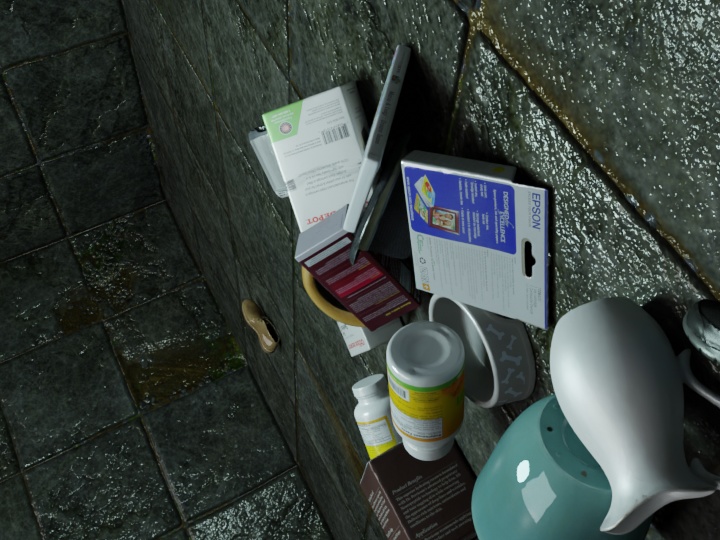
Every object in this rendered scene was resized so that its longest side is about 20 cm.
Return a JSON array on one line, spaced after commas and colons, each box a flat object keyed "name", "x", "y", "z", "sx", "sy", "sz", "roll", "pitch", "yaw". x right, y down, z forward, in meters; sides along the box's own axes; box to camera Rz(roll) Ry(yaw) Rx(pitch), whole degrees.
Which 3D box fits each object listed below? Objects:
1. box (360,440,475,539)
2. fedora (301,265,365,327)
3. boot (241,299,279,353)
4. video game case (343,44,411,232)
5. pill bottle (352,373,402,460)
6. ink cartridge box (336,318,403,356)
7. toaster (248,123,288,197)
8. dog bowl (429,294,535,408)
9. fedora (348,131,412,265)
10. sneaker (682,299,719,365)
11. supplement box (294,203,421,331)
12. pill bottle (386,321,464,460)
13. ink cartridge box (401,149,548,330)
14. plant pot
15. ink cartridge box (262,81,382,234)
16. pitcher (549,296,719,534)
[{"name": "box", "x": 0.119, "y": 0.424, "z": 1.442, "sx": 0.202, "sy": 0.163, "sz": 0.165, "roll": 59, "pitch": 161, "yaw": 23}, {"name": "fedora", "x": -0.004, "y": 0.004, "z": 1.373, "sx": 0.196, "sy": 0.082, "sz": 0.205, "roll": 10, "pitch": 123, "yaw": 16}, {"name": "boot", "x": -0.324, "y": 0.169, "z": 2.588, "sx": 0.202, "sy": 0.073, "sz": 0.076, "roll": 57, "pitch": 141, "yaw": 17}, {"name": "video game case", "x": 0.021, "y": -0.176, "z": 1.083, "sx": 0.201, "sy": 0.023, "sz": 0.186, "roll": 112, "pitch": 174, "yaw": -65}, {"name": "pill bottle", "x": 0.050, "y": 0.323, "z": 1.620, "sx": 0.204, "sy": 0.102, "sz": 0.104, "roll": 70, "pitch": 161, "yaw": -6}, {"name": "ink cartridge box", "x": -0.005, "y": 0.053, "z": 1.499, "sx": 0.204, "sy": 0.083, "sz": 0.146, "roll": 66, "pitch": 162, "yaw": 5}, {"name": "toaster", "x": -0.108, "y": -0.212, "z": 1.379, "sx": 0.197, "sy": 0.113, "sz": 0.132, "roll": -12, "pitch": 107, "yaw": 41}, {"name": "dog bowl", "x": 0.165, "y": 0.102, "z": 1.114, "sx": 0.201, "sy": 0.058, "sz": 0.202, "roll": 55, "pitch": 159, "yaw": 33}, {"name": "fedora", "x": 0.056, "y": -0.085, "z": 1.095, "sx": 0.090, "sy": 0.204, "sz": 0.201, "roll": 23, "pitch": 155, "yaw": 1}, {"name": "sneaker", "x": 0.333, "y": 0.044, "z": 0.584, "sx": 0.199, "sy": 0.072, "sz": 0.084, "roll": 22, "pitch": 116, "yaw": 58}, {"name": "supplement box", "x": 0.000, "y": 0.000, "z": 1.249, "sx": 0.200, "sy": 0.107, "sz": 0.062, "roll": 46, "pitch": -148, "yaw": -30}, {"name": "pill bottle", "x": 0.096, "y": 0.182, "z": 1.136, "sx": 0.111, "sy": 0.109, "sz": 0.203, "roll": 49, "pitch": 155, "yaw": 43}, {"name": "ink cartridge box", "x": 0.150, "y": -0.041, "z": 0.976, "sx": 0.196, "sy": 0.047, "sz": 0.201, "roll": 15, "pitch": 131, "yaw": 31}, {"name": "plant pot", "x": 0.235, "y": 0.234, "z": 0.868, "sx": 0.202, "sy": 0.197, "sz": 0.163, "roll": 53, "pitch": 148, "yaw": 36}, {"name": "ink cartridge box", "x": -0.051, "y": -0.176, "z": 1.246, "sx": 0.084, "sy": 0.142, "sz": 0.205, "roll": -50, "pitch": -57, "yaw": -67}, {"name": "pitcher", "x": 0.277, "y": 0.126, "z": 0.746, "sx": 0.121, "sy": 0.168, "sz": 0.204, "roll": 42, "pitch": -149, "yaw": -58}]
